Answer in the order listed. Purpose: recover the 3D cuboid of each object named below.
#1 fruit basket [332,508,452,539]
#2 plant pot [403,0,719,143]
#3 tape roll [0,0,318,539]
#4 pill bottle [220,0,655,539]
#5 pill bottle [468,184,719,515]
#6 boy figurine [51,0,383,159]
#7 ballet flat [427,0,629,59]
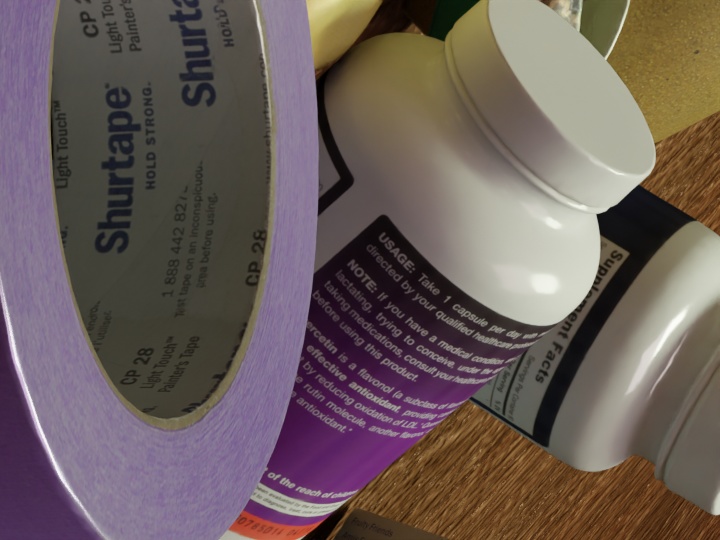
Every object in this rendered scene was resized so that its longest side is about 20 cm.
[{"bbox_3d":[-0.007,0.207,1.363,0.094,0.185,0.200,43,72,-35],"label":"fruit basket"},{"bbox_3d":[0.119,-0.135,1.064,0.200,0.186,0.186,-46,165,5],"label":"plant pot"},{"bbox_3d":[-0.073,-0.031,0.670,0.200,0.066,0.201,-1,90,-70],"label":"tape roll"},{"bbox_3d":[0.000,0.000,0.935,0.200,0.113,0.112,-41,172,26],"label":"pill bottle"},{"bbox_3d":[0.080,0.011,1.136,0.111,0.200,0.111,-51,164,-21],"label":"pill bottle"},{"bbox_3d":[-0.019,-0.098,0.871,0.200,0.064,0.124,-53,175,-21],"label":"boy figurine"},{"bbox_3d":[0.065,-0.123,0.970,0.071,0.069,0.200,-3,117,-26],"label":"ballet flat"}]
